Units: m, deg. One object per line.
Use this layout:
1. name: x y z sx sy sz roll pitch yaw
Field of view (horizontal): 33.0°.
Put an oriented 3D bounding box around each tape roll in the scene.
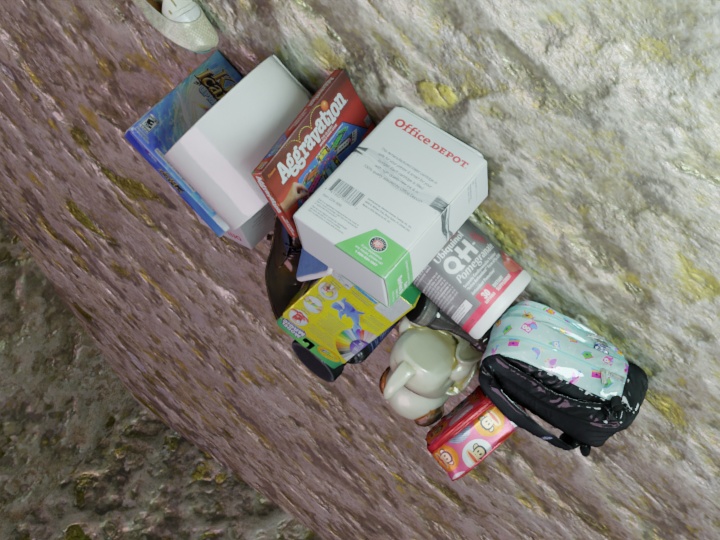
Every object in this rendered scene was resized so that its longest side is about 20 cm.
1. tape roll: -0.146 -0.171 1.637 0.139 0.203 0.203 46 159 -8

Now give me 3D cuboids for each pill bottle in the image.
1. pill bottle: -0.007 0.068 1.831 0.112 0.200 0.112 36 159 17
2. pill bottle: 0.113 -0.015 1.576 0.200 0.111 0.111 42 159 6

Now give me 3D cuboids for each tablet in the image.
1. tablet: -0.041 -0.087 1.641 0.014 0.201 0.130 15 169 -21

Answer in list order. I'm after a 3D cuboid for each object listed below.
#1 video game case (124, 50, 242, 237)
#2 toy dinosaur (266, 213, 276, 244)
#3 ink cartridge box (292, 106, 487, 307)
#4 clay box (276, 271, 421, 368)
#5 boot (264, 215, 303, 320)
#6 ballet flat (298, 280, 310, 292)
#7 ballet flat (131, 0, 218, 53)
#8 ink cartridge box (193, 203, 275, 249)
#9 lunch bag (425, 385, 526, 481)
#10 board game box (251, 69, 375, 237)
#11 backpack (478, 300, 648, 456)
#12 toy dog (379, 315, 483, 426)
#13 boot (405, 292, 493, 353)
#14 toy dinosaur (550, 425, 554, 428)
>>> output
1. video game case: -0.204 -0.183 1.750 0.200 0.181 0.045 47 159 -8
2. toy dinosaur: -0.091 -0.060 1.934 0.101 0.059 0.200 11 178 -13
3. ink cartridge box: 0.040 -0.079 1.468 0.146 0.200 0.084 35 160 24
4. clay box: -0.019 0.048 1.655 0.115 0.048 0.200 40 135 -10
5. boot: -0.104 -0.019 1.808 0.074 0.201 0.097 1 163 -6
6. ballet flat: -0.035 -0.011 1.774 0.068 0.201 0.067 30 -174 -15
7. ballet flat: -0.276 -0.377 1.686 0.200 0.067 0.062 39 149 13
8. ink cartridge box: -0.233 -0.148 2.008 0.145 0.084 0.200 26 153 39
9. lunch bag: 0.183 0.225 1.815 0.082 0.176 0.200 50 -178 3
10. board game box: -0.053 -0.147 1.511 0.019 0.200 0.103 2 136 42
11. backpack: 0.252 0.133 1.562 0.199 0.127 0.167 28 146 1
12. toy dog: 0.101 0.154 1.821 0.139 0.194 0.200 31 149 9
13. boot: 0.140 0.055 1.692 0.173 0.069 0.200 26 -154 -19
14. toy dinosaur: 0.298 0.186 1.714 0.199 0.047 0.088 18 141 44
